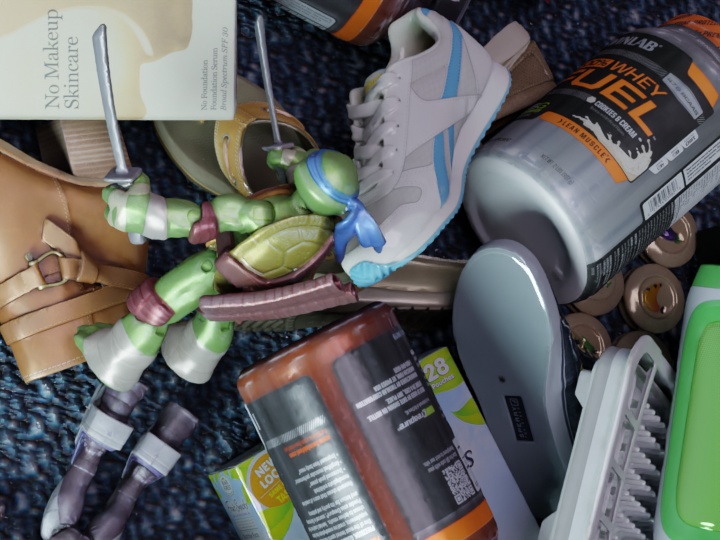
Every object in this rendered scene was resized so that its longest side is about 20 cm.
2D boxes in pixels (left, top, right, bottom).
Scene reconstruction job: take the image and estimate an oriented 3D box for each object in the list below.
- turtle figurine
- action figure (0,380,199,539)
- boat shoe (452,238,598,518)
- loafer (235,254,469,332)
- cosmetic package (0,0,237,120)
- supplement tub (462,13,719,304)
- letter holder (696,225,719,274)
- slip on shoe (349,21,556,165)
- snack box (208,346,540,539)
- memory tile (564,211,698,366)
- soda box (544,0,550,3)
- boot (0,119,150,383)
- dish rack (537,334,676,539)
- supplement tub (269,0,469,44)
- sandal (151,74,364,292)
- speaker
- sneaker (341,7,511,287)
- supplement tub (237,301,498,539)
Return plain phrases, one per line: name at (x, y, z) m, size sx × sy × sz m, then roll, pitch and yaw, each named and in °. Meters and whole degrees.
turtle figurine at (-0.092, -0.034, 1.072) m, size 0.199 × 0.194 × 0.144 m, roll 38°, pitch 29°, yaw -4°
action figure at (-0.171, 0.161, 1.105) m, size 0.130 × 0.069 × 0.201 m, roll 37°, pitch 72°, yaw -19°
boat shoe at (0.115, 0.055, 1.203) m, size 0.091 × 0.070 × 0.202 m, roll -48°, pitch 134°, yaw -48°
loafer at (0.000, 0.000, 1.197) m, size 0.198 × 0.076 × 0.069 m, roll 0°, pitch 76°, yaw -19°
cosmetic package at (-0.174, -0.148, 1.112) m, size 0.198 × 0.071 × 0.106 m, roll -2°, pitch 113°, yaw -7°
supplement tub at (0.173, -0.080, 1.241) m, size 0.200 × 0.122 × 0.123 m, roll -39°, pitch 95°, yaw -25°
letter holder at (0.320, 0.071, 1.297) m, size 0.141 × 0.100 × 0.202 m, roll 6°, pitch 81°, yaw -24°
slip on shoe at (0.056, -0.091, 1.242) m, size 0.200 × 0.076 × 0.061 m, roll -41°, pitch 93°, yaw -31°
snack box at (0.023, 0.176, 1.178) m, size 0.168 × 0.068 × 0.201 m, roll -28°, pitch 89°, yaw -24°
memory tile at (0.168, -0.017, 1.302) m, size 0.152 × 0.017 × 0.202 m, roll 18°, pitch 73°, yaw -19°
soda box at (0.096, -0.246, 1.220) m, size 0.063 × 0.200 × 0.070 m, roll -38°, pitch 67°, yaw 17°
boot at (-0.219, -0.008, 1.114) m, size 0.198 × 0.074 × 0.157 m, roll -10°, pitch 88°, yaw -21°
dish rack at (0.169, 0.144, 1.203) m, size 0.200 × 0.043 × 0.173 m, roll 42°, pitch 60°, yaw -59°
supplement tub at (-0.024, -0.217, 1.205) m, size 0.199 × 0.107 × 0.108 m, roll 25°, pitch 72°, yaw -16°
sandal at (-0.059, -0.066, 1.163) m, size 0.080 × 0.054 × 0.200 m, roll -30°, pitch 63°, yaw -19°
speaker at (0.241, 0.101, 1.193) m, size 0.088 × 0.088 × 0.202 m, roll 9°, pitch 89°, yaw -20°
sneaker at (0.023, -0.074, 1.128) m, size 0.081 × 0.076 × 0.201 m, roll 40°, pitch 48°, yaw -20°
supplement tub at (0.013, 0.128, 1.089) m, size 0.106 × 0.107 × 0.202 m, roll -25°, pitch 88°, yaw -24°
